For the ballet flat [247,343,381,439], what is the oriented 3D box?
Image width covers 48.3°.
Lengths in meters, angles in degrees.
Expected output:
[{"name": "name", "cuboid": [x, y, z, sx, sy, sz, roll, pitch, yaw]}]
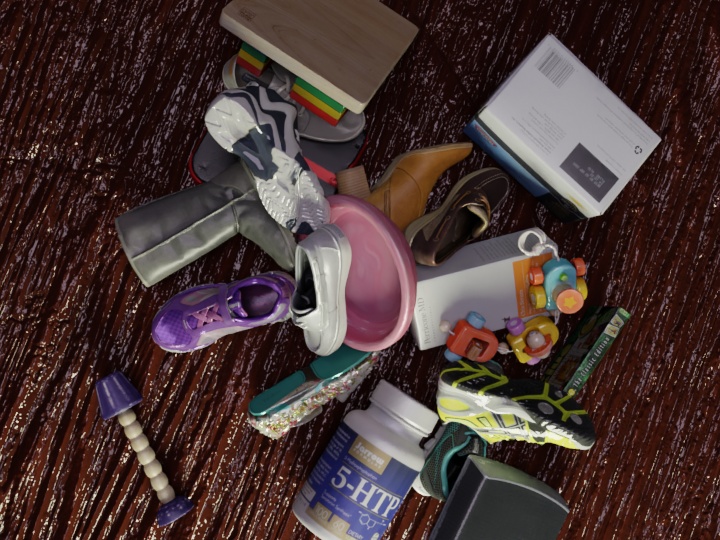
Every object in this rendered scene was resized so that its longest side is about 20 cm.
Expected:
[{"name": "ballet flat", "cuboid": [-0.055, 0.155, 1.057, 0.199, 0.076, 0.064, -28, 122, -1]}]

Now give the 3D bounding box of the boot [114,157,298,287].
[{"name": "boot", "cuboid": [-0.189, -0.035, 1.015, 0.199, 0.073, 0.183, -29, 78, -6]}]

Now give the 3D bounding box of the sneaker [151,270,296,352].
[{"name": "sneaker", "cuboid": [-0.175, 0.050, 1.030, 0.198, 0.088, 0.081, -17, 91, -4]}]

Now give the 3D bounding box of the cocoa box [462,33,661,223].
[{"name": "cocoa box", "cuboid": [0.258, -0.178, 1.053, 0.200, 0.131, 0.134, 42, 85, -2]}]

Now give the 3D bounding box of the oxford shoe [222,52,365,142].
[{"name": "oxford shoe", "cuboid": [-0.087, -0.225, 1.042, 0.199, 0.058, 0.076, 25, 80, -6]}]

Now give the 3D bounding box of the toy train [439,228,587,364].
[{"name": "toy train", "cuboid": [0.200, 0.056, 1.004, 0.149, 0.056, 0.201, 26, 109, -24]}]

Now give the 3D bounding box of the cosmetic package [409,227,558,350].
[{"name": "cosmetic package", "cuboid": [0.156, 0.023, 1.052, 0.198, 0.071, 0.102, -15, 116, -5]}]

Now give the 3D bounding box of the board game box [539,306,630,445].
[{"name": "board game box", "cuboid": [0.273, 0.134, 1.059, 0.023, 0.105, 0.201, 36, 85, -1]}]

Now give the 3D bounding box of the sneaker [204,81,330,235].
[{"name": "sneaker", "cuboid": [-0.093, -0.147, 0.983, 0.079, 0.130, 0.199, -36, 106, 32]}]

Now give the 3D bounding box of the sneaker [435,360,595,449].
[{"name": "sneaker", "cuboid": [0.188, 0.177, 0.989, 0.198, 0.075, 0.077, 20, 120, 12]}]

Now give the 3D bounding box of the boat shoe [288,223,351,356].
[{"name": "boat shoe", "cuboid": [-0.056, 0.036, 0.987, 0.068, 0.201, 0.072, -24, 55, -32]}]

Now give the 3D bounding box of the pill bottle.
[{"name": "pill bottle", "cuboid": [0.012, 0.247, 1.025, 0.119, 0.120, 0.201, 32, 86, -3]}]

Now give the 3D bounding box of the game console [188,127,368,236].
[{"name": "game console", "cuboid": [-0.112, -0.155, 1.075, 0.199, 0.031, 0.178, 29, 81, -4]}]

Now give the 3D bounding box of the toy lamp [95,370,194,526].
[{"name": "toy lamp", "cuboid": [-0.280, 0.225, 1.032, 0.058, 0.058, 0.201, -27, 93, -5]}]

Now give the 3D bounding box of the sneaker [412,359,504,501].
[{"name": "sneaker", "cuboid": [0.142, 0.214, 1.047, 0.077, 0.091, 0.201, 28, 86, -20]}]

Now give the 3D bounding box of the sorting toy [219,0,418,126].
[{"name": "sorting toy", "cuboid": [-0.054, -0.292, 1.022, 0.199, 0.070, 0.199, 32, 49, -2]}]

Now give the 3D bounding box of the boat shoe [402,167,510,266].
[{"name": "boat shoe", "cuboid": [0.139, -0.067, 1.040, 0.199, 0.072, 0.073, -35, 123, -30]}]

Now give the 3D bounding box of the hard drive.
[{"name": "hard drive", "cuboid": [0.185, 0.323, 1.030, 0.199, 0.042, 0.136, 30, 85, -36]}]

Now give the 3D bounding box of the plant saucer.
[{"name": "plant saucer", "cuboid": [0.000, 0.000, 1.010, 0.051, 0.200, 0.202, -22, 90, -40]}]

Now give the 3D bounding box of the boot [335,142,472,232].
[{"name": "boot", "cuboid": [0.069, -0.084, 1.074, 0.199, 0.071, 0.145, -17, 99, -8]}]
